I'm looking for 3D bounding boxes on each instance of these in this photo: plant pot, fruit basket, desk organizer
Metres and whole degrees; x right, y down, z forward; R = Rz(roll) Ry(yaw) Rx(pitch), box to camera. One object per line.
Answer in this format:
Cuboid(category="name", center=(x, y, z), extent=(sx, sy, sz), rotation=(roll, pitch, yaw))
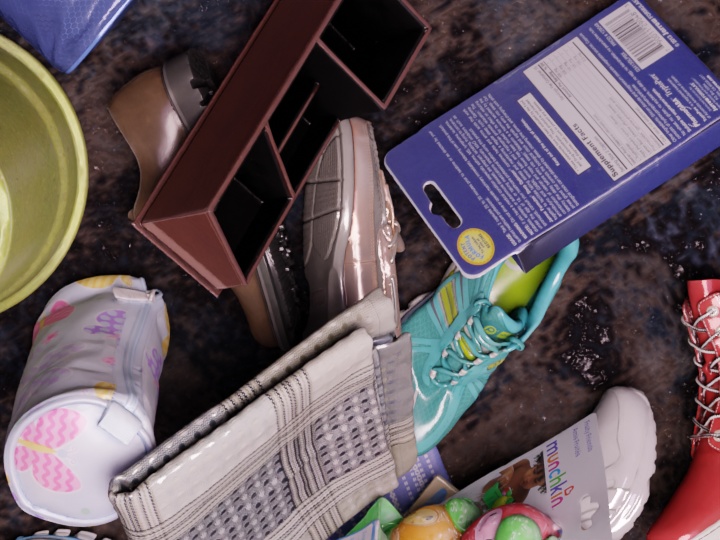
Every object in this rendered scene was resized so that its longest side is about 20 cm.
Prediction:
Cuboid(category="plant pot", center=(-0.260, -0.045, 0.909), extent=(0.200, 0.184, 0.201), rotation=(-2, 101, -8))
Cuboid(category="fruit basket", center=(0.059, 0.177, 0.939), extent=(0.200, 0.185, 0.094), rotation=(-38, 109, 21))
Cuboid(category="desk organizer", center=(-0.043, -0.087, 0.937), extent=(0.072, 0.077, 0.200), rotation=(42, 62, -27))

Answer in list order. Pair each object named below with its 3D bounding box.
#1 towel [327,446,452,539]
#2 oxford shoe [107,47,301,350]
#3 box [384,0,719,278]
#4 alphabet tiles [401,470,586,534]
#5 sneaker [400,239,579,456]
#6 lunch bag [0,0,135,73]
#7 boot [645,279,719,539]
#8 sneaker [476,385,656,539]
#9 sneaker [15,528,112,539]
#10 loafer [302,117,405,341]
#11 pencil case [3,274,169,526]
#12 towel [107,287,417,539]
Cuboid(category="towel", center=(-0.017, 0.214, 1.085), extent=(0.200, 0.024, 0.145), rotation=(-23, 102, -6))
Cuboid(category="oxford shoe", center=(-0.098, -0.034, 1.002), extent=(0.084, 0.073, 0.200), rotation=(-23, 100, 11))
Cuboid(category="box", center=(0.126, -0.081, 1.001), extent=(0.200, 0.121, 0.032), rotation=(-32, 146, -2))
Cuboid(category="alphabet tiles", center=(0.077, 0.234, 1.044), extent=(0.166, 0.006, 0.200), rotation=(38, 109, 4))
Cuboid(category="sneaker", center=(0.072, 0.037, 1.030), extent=(0.077, 0.080, 0.200), rotation=(32, 96, -13))
Cuboid(category="lunch bag", center=(-0.166, -0.206, 0.883), extent=(0.132, 0.200, 0.136), rotation=(41, 98, -11))
Cuboid(category="boot", center=(0.232, 0.089, 1.052), extent=(0.200, 0.072, 0.144), rotation=(-43, 104, -24))
Cuboid(category="sneaker", center=(0.125, 0.160, 1.060), extent=(0.099, 0.078, 0.200), rotation=(28, 87, -9))
Cuboid(category="sneaker", center=(-0.153, 0.237, 1.022), extent=(0.200, 0.087, 0.075), rotation=(26, 106, -1))
Cuboid(category="loafer", center=(0.000, 0.000, 1.014), extent=(0.063, 0.072, 0.200), rotation=(3, 88, -23))
Cuboid(category="pencil case", center=(-0.157, 0.072, 0.942), extent=(0.091, 0.200, 0.083), rotation=(-31, 110, 9))
Cuboid(category="towel", center=(-0.043, 0.122, 0.924), extent=(0.200, 0.035, 0.193), rotation=(-37, 146, -20))
